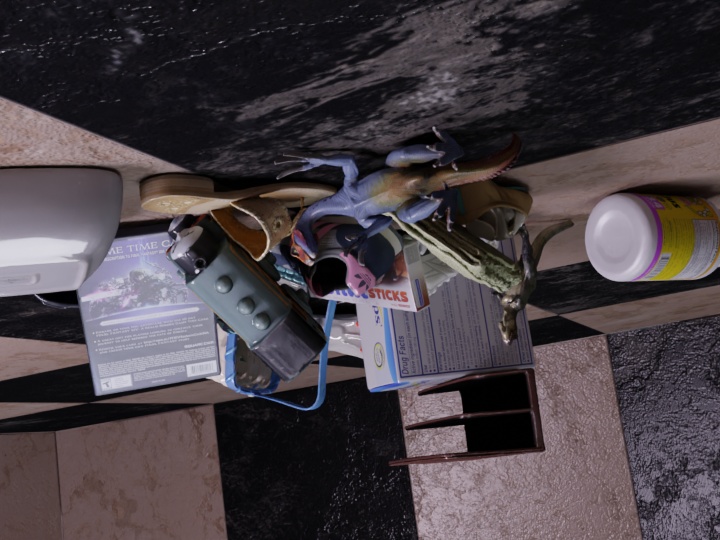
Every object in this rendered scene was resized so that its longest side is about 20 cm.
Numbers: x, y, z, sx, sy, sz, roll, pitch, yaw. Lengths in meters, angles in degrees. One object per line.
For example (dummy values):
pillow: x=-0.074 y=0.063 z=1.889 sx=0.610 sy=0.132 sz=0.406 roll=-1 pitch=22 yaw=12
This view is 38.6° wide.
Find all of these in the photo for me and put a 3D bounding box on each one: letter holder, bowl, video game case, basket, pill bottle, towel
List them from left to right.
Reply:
bowl: x=-0.311 y=-0.026 z=0.913 sx=0.198 sy=0.076 sz=0.200 roll=-6 pitch=170 yaw=-21
video game case: x=-0.226 y=0.042 z=1.102 sx=0.141 sy=0.202 sz=0.019 roll=-8 pitch=-145 yaw=-13
basket: x=-0.127 y=0.078 z=1.340 sx=0.198 sy=0.179 sz=0.139 roll=8 pitch=177 yaw=29
towel: x=0.087 y=-0.032 z=1.047 sx=0.037 sy=0.148 sz=0.200 roll=-56 pitch=161 yaw=8
letter holder: x=0.119 y=0.190 z=1.300 sx=0.141 sy=0.102 sz=0.200 roll=-2 pitch=168 yaw=-20
pill bottle: x=0.378 y=-0.040 z=1.261 sx=0.198 sy=0.106 sz=0.104 roll=-1 pitch=167 yaw=-35

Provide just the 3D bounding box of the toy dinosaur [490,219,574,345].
toy dinosaur: x=0.198 y=-0.006 z=1.281 sx=0.047 sy=0.201 sz=0.088 roll=1 pitch=145 yaw=51

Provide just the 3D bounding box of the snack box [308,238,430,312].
snack box: x=0.000 y=0.000 z=1.130 sx=0.024 sy=0.073 sz=0.199 roll=-23 pitch=-164 yaw=-33

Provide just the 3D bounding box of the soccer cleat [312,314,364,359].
soccer cleat: x=-0.002 y=0.089 z=1.405 sx=0.198 sy=0.070 sz=0.077 roll=6 pitch=-175 yaw=21

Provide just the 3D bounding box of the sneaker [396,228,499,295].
sneaker: x=0.083 y=-0.012 z=1.203 sx=0.198 sy=0.082 sz=0.075 roll=-7 pitch=-169 yaw=-39

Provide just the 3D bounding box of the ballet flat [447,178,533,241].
ballet flat: x=0.134 y=-0.060 z=1.085 sx=0.068 sy=0.064 sz=0.199 roll=-17 pitch=167 yaw=27

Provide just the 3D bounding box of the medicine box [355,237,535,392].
medicine box: x=0.103 y=0.050 z=1.314 sx=0.198 sy=0.184 sz=0.103 roll=-4 pitch=168 yaw=-22

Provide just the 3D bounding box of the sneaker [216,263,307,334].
sneaker: x=-0.161 y=0.025 z=1.178 sx=0.198 sy=0.087 sz=0.078 roll=8 pitch=173 yaw=7

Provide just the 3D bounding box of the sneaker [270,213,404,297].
sneaker: x=-0.047 y=-0.011 z=1.068 sx=0.199 sy=0.082 sz=0.070 roll=-4 pitch=134 yaw=51

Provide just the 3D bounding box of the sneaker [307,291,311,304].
sneaker: x=-0.156 y=0.059 z=1.479 sx=0.198 sy=0.077 sz=0.092 roll=-10 pitch=174 yaw=16

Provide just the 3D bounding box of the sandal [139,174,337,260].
sandal: x=-0.110 y=-0.043 z=0.972 sx=0.210 sy=0.070 sz=0.077 roll=1 pitch=166 yaw=-40

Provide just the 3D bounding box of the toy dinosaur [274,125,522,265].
toy dinosaur: x=0.021 y=-0.055 z=0.928 sx=0.198 sy=0.106 sz=0.181 roll=-3 pitch=173 yaw=-36

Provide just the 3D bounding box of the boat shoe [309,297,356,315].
boat shoe: x=-0.032 y=0.043 z=1.481 sx=0.075 sy=0.075 sz=0.201 roll=6 pitch=150 yaw=1

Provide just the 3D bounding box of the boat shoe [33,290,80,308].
boat shoe: x=-0.268 y=0.010 z=1.125 sx=0.197 sy=0.076 sz=0.062 roll=-4 pitch=180 yaw=5

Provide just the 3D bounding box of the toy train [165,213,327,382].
toy train: x=-0.113 y=0.023 z=1.026 sx=0.085 sy=0.200 sz=0.114 roll=-42 pitch=-161 yaw=2
